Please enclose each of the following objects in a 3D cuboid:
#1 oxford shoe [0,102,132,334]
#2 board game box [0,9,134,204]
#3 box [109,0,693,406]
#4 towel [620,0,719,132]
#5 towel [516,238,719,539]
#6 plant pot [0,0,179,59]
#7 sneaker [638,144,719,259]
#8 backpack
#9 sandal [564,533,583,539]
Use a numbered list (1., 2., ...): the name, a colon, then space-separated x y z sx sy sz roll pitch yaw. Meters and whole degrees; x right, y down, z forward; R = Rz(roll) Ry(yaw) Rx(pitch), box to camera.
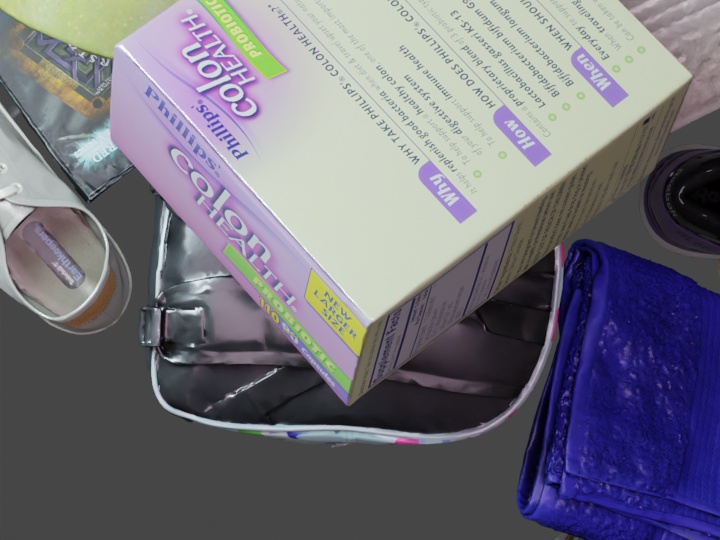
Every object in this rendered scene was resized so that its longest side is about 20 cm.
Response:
1. oxford shoe: -0.193 -0.045 1.497 0.200 0.058 0.075 44 90 -2
2. board game box: -0.098 -0.146 1.518 0.200 0.028 0.136 -36 93 -4
3. box: 0.017 -0.074 1.365 0.200 0.097 0.176 -37 74 -21
4. towel: 0.176 -0.152 1.451 0.199 0.034 0.133 -25 110 -4
5. towel: 0.180 0.080 1.491 0.199 0.049 0.148 21 72 -25
6. plant pot: -0.098 -0.203 1.411 0.199 0.201 0.185 20 110 -5
7. sneaker: 0.247 -0.028 1.519 0.199 0.088 0.076 0 90 -5
8. backpack: 0.000 0.000 1.466 0.199 0.151 0.179 5 90 4
9. sandal: 0.139 0.143 1.531 0.079 0.057 0.202 17 74 -1
